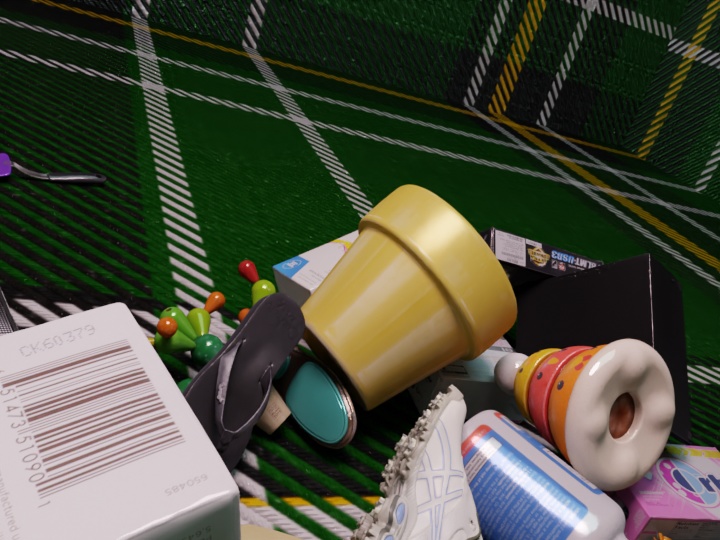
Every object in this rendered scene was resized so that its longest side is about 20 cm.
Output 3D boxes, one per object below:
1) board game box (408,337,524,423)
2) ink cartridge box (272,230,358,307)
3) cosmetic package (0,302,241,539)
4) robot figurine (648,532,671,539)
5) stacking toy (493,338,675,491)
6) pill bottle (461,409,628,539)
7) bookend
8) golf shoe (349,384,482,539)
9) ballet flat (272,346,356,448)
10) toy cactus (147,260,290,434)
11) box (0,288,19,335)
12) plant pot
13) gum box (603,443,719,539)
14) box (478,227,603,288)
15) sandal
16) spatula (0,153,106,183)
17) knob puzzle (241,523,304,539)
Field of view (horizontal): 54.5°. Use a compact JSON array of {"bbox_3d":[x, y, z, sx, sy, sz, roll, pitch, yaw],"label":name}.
[{"bbox_3d":[0.119,0.106,0.914,0.146,0.065,0.201,10,27,-23],"label":"board game box"},{"bbox_3d":[0.000,0.000,0.919,0.198,0.068,0.116,-25,26,-24],"label":"ink cartridge box"},{"bbox_3d":[-0.168,0.160,0.374,0.164,0.202,0.165,-17,38,-30],"label":"cosmetic package"},{"bbox_3d":[0.350,0.328,0.625,0.198,0.059,0.145,25,26,13],"label":"robot figurine"},{"bbox_3d":[0.210,0.131,0.741,0.145,0.148,0.199,4,4,-31],"label":"stacking toy"},{"bbox_3d":[0.165,0.229,0.631,0.112,0.113,0.199,-9,36,-47],"label":"pill bottle"},{"bbox_3d":[0.282,0.107,0.851,0.092,0.198,0.202,30,56,-36],"label":"bookend"},{"bbox_3d":[0.063,0.191,0.584,0.097,0.079,0.201,31,49,2],"label":"golf shoe"},{"bbox_3d":[-0.060,0.118,0.758,0.200,0.068,0.067,40,7,35],"label":"ballet flat"},{"bbox_3d":[-0.133,0.090,0.702,0.165,0.102,0.200,44,47,1],"label":"toy cactus"},{"bbox_3d":[-0.436,0.045,0.644,0.198,0.048,0.193,-2,30,-39],"label":"box"},{"bbox_3d":[0.037,0.042,0.768,0.188,0.202,0.201,-39,49,-13],"label":"plant pot"},{"bbox_3d":[0.338,0.251,0.767,0.198,0.067,0.114,10,27,-21],"label":"gum box"},{"bbox_3d":[0.198,0.010,0.980,0.197,0.050,0.199,16,-21,-26],"label":"box"},{"bbox_3d":[-0.110,0.102,0.644,0.076,0.043,0.202,41,56,-25],"label":"sandal"},{"bbox_3d":[-0.480,-0.146,1.039,0.198,0.021,0.057,4,41,-37],"label":"spatula"},{"bbox_3d":[-0.056,0.265,0.488,0.217,0.031,0.220,16,24,-7],"label":"knob puzzle"}]
